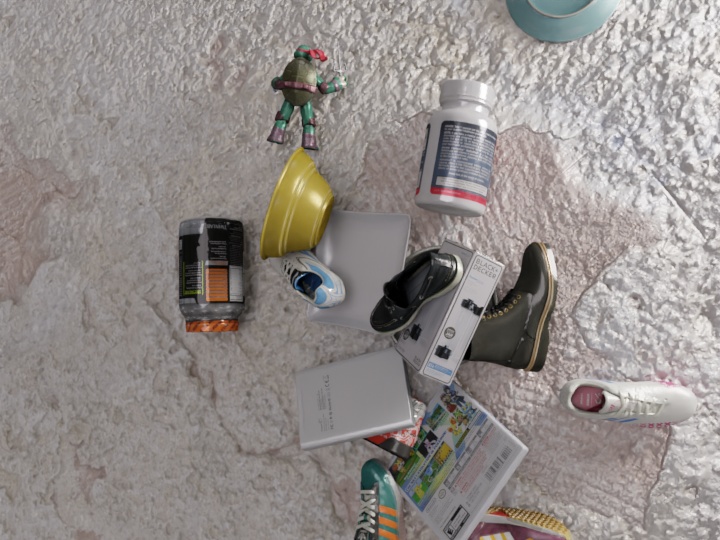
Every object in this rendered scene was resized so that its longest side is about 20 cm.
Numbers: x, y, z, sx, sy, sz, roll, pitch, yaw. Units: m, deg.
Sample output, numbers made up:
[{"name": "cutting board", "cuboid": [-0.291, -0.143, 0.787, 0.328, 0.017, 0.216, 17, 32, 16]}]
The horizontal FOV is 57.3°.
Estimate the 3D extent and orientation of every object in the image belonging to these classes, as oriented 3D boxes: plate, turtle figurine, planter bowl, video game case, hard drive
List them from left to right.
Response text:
[{"name": "turtle figurine", "cuboid": [-0.108, -0.328, 1.197, 0.147, 0.100, 0.205, 13, 96, 19]}, {"name": "planter bowl", "cuboid": [-0.097, -0.100, 1.131, 0.082, 0.200, 0.205, 20, 93, 3]}, {"name": "hard drive", "cuboid": [-0.013, 0.212, 1.096, 0.196, 0.026, 0.135, -16, 63, 16]}, {"name": "plate", "cuboid": [0.000, 0.000, 1.143, 0.197, 0.032, 0.205, 6, 87, 37]}, {"name": "video game case", "cuboid": [0.147, 0.308, 1.062, 0.182, 0.022, 0.202, 39, 100, 41]}, {"name": "plate", "cuboid": [0.336, -0.482, 1.091, 0.195, 0.026, 0.206, -2, 85, 19]}]

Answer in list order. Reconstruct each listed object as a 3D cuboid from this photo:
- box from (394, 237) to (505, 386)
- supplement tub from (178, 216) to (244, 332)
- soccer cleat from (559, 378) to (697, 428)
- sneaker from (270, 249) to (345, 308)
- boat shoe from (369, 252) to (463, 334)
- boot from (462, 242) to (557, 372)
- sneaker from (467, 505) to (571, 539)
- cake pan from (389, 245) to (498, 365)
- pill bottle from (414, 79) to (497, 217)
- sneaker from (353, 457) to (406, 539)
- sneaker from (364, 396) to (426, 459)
[{"name": "box", "cuboid": [0.135, 0.060, 1.026, 0.059, 0.116, 0.204, 22, 93, -21]}, {"name": "supplement tub", "cuboid": [-0.272, 0.010, 1.210, 0.120, 0.122, 0.205, -2, 85, 18]}, {"name": "soccer cleat", "cuboid": [0.399, 0.201, 0.986, 0.195, 0.086, 0.072, 0, 86, 18]}, {"name": "sneaker", "cuboid": [-0.105, 0.004, 1.157, 0.199, 0.072, 0.073, 32, 107, 43]}, {"name": "boat shoe", "cuboid": [0.067, 0.034, 1.010, 0.198, 0.065, 0.076, -35, 50, 41]}, {"name": "boot", "cuboid": [0.227, 0.053, 1.029, 0.135, 0.077, 0.205, 5, 86, -14]}, {"name": "sneaker", "cuboid": [0.230, 0.426, 1.036, 0.196, 0.075, 0.093, 1, 84, 28]}, {"name": "cake pan", "cuboid": [0.136, 0.061, 1.111, 0.195, 0.037, 0.206, -1, 86, 18]}, {"name": "pill bottle", "cuboid": [0.161, -0.198, 1.079, 0.117, 0.119, 0.205, 10, 89, 19]}, {"name": "sneaker", "cuboid": [0.026, 0.420, 1.089, 0.071, 0.079, 0.205, -22, 78, 49]}, {"name": "sneaker", "cuboid": [0.018, 0.232, 1.129, 0.198, 0.067, 0.110, 19, 74, 31]}]
